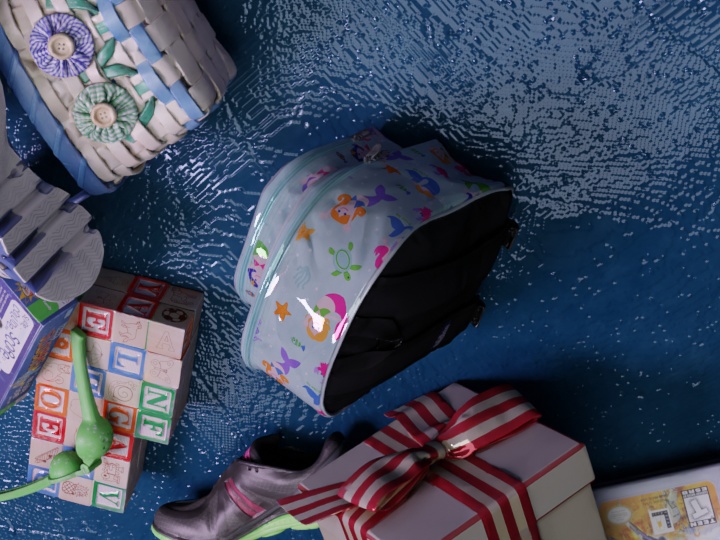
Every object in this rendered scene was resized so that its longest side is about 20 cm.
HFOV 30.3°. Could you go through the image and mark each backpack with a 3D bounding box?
[{"bbox_3d":[0.000,0.000,0.926,0.151,0.200,0.178,31,122,15],"label":"backpack"}]

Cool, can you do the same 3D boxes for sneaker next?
[{"bbox_3d":[-0.262,-0.062,0.862,0.115,0.081,0.199,0,127,46],"label":"sneaker"},{"bbox_3d":[-0.086,0.182,1.122,0.200,0.077,0.084,-18,97,15],"label":"sneaker"}]

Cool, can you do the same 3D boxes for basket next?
[{"bbox_3d":[-0.204,-0.137,0.909,0.200,0.139,0.176,-22,113,26],"label":"basket"}]

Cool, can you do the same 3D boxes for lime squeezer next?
[{"bbox_3d":[-0.240,0.141,1.067,0.071,0.038,0.200,29,120,-7],"label":"lime squeezer"}]

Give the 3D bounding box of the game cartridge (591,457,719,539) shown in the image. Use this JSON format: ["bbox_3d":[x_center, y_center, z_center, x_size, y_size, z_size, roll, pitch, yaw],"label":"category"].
[{"bbox_3d":[0.252,0.227,1.070,0.200,0.042,0.133,-16,82,17],"label":"game cartridge"}]

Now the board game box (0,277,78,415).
[{"bbox_3d":[-0.291,0.022,1.009,0.135,0.034,0.200,49,145,3],"label":"board game box"}]

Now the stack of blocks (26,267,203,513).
[{"bbox_3d":[-0.204,0.101,1.095,0.115,0.059,0.200,15,120,2],"label":"stack of blocks"}]

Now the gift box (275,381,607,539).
[{"bbox_3d":[0.062,0.200,1.014,0.200,0.185,0.187,17,133,51],"label":"gift box"}]
